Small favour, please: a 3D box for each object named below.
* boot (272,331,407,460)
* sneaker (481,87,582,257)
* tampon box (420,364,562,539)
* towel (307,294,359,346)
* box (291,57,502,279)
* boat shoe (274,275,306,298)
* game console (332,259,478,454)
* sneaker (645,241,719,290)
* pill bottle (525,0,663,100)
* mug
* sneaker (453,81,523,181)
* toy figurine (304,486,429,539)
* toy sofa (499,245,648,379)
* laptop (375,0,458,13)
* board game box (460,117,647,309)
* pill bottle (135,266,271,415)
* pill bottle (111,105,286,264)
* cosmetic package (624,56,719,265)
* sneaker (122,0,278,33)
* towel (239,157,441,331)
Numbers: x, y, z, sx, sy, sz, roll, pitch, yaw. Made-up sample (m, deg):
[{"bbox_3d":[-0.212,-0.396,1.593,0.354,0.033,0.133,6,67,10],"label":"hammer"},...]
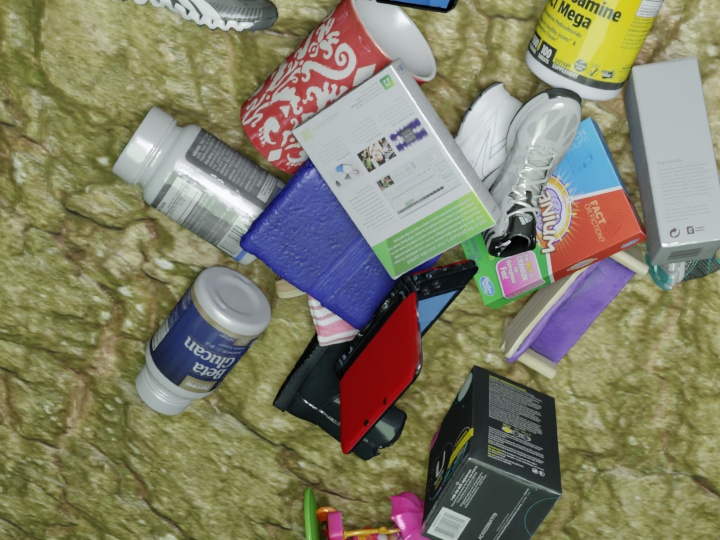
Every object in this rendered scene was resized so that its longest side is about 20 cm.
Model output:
[{"bbox_3d":[-0.007,0.158,1.456,0.168,0.076,0.200,29,126,-6],"label":"boot"},{"bbox_3d":[0.189,-0.091,1.165,0.076,0.115,0.201,11,133,-18],"label":"sneaker"},{"bbox_3d":[0.170,0.254,1.418,0.126,0.200,0.150,23,119,-5],"label":"tampon box"},{"bbox_3d":[0.000,0.000,1.319,0.146,0.030,0.200,-12,119,1],"label":"towel"},{"bbox_3d":[0.038,-0.104,1.154,0.144,0.036,0.200,-28,100,32],"label":"box"},{"bbox_3d":[-0.031,-0.034,1.358,0.200,0.071,0.065,-31,108,12],"label":"boat shoe"},{"bbox_3d":[0.057,0.100,1.255,0.119,0.172,0.200,59,138,21],"label":"game console"},{"bbox_3d":[0.396,-0.075,1.282,0.091,0.078,0.200,-7,119,-15],"label":"sneaker"},{"bbox_3d":[0.260,-0.290,1.140,0.112,0.112,0.200,19,120,-3],"label":"pill bottle"},{"bbox_3d":[-0.025,-0.190,1.212,0.200,0.178,0.133,-36,152,29],"label":"mug"},{"bbox_3d":[0.129,-0.118,1.257,0.087,0.075,0.200,36,109,3],"label":"sneaker"},{"bbox_3d":[0.023,0.391,1.575,0.184,0.150,0.200,-7,141,1],"label":"toy figurine"},{"bbox_3d":[0.262,0.043,1.343,0.083,0.098,0.200,30,119,-10],"label":"toy sofa"},{"bbox_3d":[0.027,-0.371,1.091,0.200,0.103,0.177,23,91,-7],"label":"laptop"},{"bbox_3d":[0.212,-0.065,1.267,0.200,0.040,0.153,-27,70,21],"label":"board game box"},{"bbox_3d":[-0.214,0.099,1.432,0.111,0.111,0.200,34,119,-12],"label":"pill bottle"},{"bbox_3d":[-0.190,-0.104,1.309,0.200,0.114,0.114,34,119,-12],"label":"pill bottle"},{"bbox_3d":[0.337,-0.115,1.165,0.071,0.101,0.200,-8,79,7],"label":"cosmetic package"},{"bbox_3d":[-0.185,-0.326,1.205,0.200,0.066,0.091,17,123,0],"label":"sneaker"},{"bbox_3d":[-0.023,-0.031,1.261,0.200,0.050,0.148,35,109,-23],"label":"towel"}]
